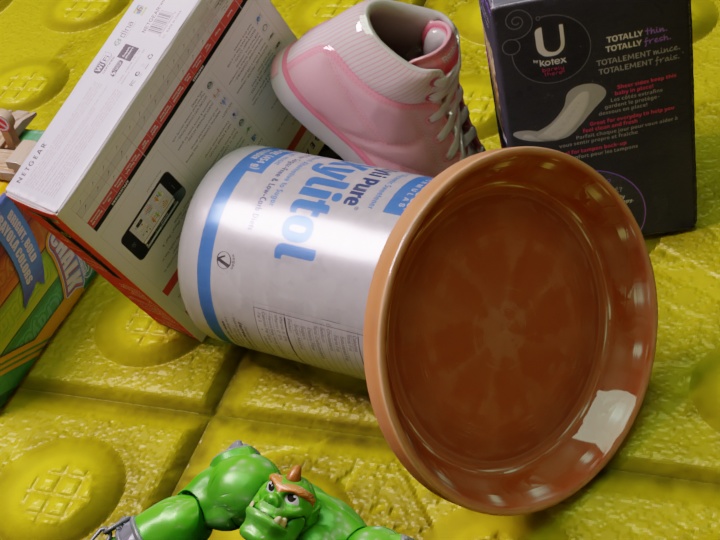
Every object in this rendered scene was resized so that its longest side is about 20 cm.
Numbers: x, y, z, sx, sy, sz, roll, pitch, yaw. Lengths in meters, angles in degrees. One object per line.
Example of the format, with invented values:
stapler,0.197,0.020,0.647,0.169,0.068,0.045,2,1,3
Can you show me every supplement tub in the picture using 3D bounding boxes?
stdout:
supplement tub,0.000,0.000,0.872,0.200,0.132,0.132,12,47,27

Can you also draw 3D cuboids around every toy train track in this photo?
toy train track,-0.294,-0.085,0.935,0.200,0.033,0.115,7,45,24

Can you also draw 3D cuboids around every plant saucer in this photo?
plant saucer,0.083,0.033,0.771,0.200,0.200,0.032,-39,24,-26

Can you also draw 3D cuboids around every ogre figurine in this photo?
ogre figurine,-0.049,0.164,0.737,0.200,0.098,0.120,15,65,49

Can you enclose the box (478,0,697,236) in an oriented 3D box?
box,0.147,-0.124,0.916,0.122,0.200,0.106,-10,42,4

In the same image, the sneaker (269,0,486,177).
sneaker,0.047,-0.097,0.909,0.105,0.200,0.075,-33,29,39

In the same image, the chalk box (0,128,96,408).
chalk box,-0.268,-0.022,0.975,0.124,0.125,0.200,8,47,23

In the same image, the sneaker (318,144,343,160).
sneaker,-0.098,-0.088,1.042,0.200,0.080,0.086,-9,52,14

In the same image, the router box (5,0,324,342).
router box,-0.110,-0.080,0.911,0.049,0.180,0.200,21,73,33
